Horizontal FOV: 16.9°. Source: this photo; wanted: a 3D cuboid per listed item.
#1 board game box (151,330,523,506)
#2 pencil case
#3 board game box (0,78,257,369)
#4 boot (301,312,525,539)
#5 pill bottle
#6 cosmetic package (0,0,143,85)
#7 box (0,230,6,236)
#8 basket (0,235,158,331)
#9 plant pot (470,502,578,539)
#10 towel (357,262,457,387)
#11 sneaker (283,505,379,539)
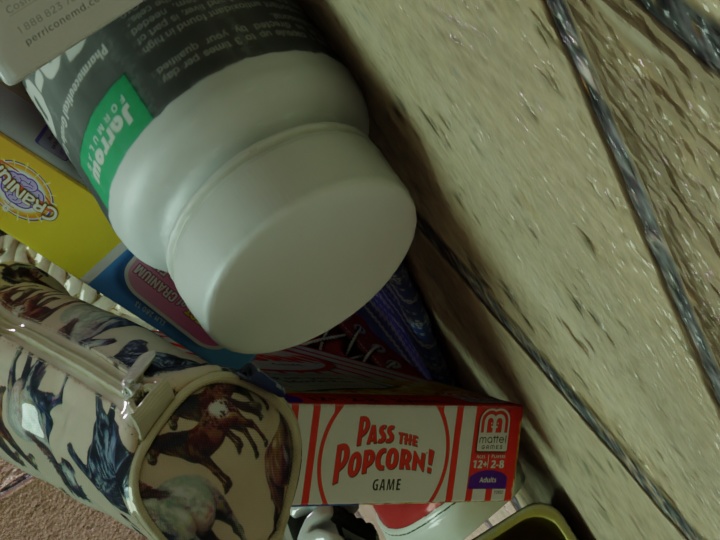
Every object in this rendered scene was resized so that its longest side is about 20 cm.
[{"bbox_3d":[-0.049,0.064,1.093,0.200,0.151,0.047,12,97,51],"label":"board game box"},{"bbox_3d":[-0.105,0.052,0.975,0.200,0.078,0.090,21,143,51],"label":"pencil case"},{"bbox_3d":[-0.110,-0.055,1.062,0.200,0.040,0.153,33,-151,-6],"label":"board game box"},{"bbox_3d":[0.004,0.061,1.191,0.145,0.072,0.200,55,172,-10],"label":"boot"},{"bbox_3d":[-0.067,-0.071,0.973,0.200,0.113,0.113,54,174,30],"label":"pill bottle"},{"bbox_3d":[-0.136,-0.197,0.832,0.200,0.123,0.199,59,175,-24],"label":"cosmetic package"},{"bbox_3d":[-0.150,-0.069,1.173,0.082,0.199,0.069,44,142,52],"label":"box"},{"bbox_3d":[-0.136,-0.011,1.289,0.123,0.136,0.200,21,-148,-10],"label":"basket"},{"bbox_3d":[0.065,0.235,1.200,0.200,0.200,0.176,58,-173,1],"label":"plant pot"},{"bbox_3d":[0.000,0.000,1.252,0.145,0.024,0.200,53,173,34],"label":"towel"},{"bbox_3d":[-0.049,0.105,1.287,0.075,0.081,0.201,39,-154,-49],"label":"sneaker"}]
